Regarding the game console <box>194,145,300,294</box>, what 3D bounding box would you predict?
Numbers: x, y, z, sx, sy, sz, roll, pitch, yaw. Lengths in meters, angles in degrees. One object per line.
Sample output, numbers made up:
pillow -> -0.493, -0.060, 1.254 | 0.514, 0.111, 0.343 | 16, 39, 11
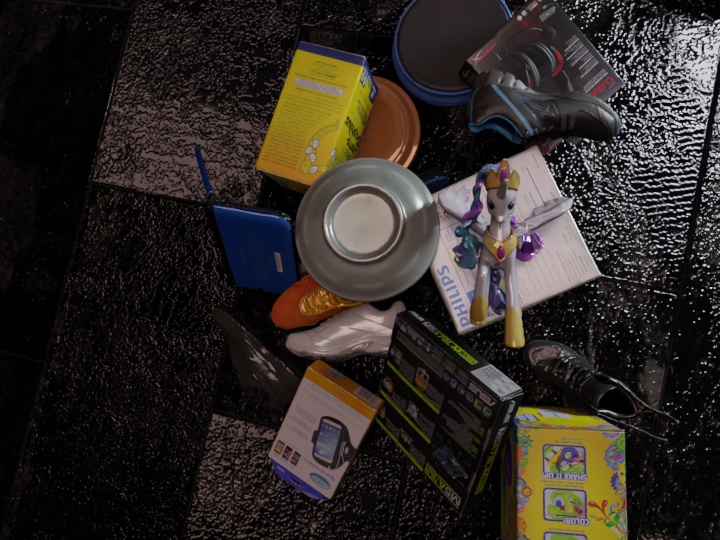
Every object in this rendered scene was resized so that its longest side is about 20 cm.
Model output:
game console -> -0.167, -0.070, 0.847 | 0.170, 0.200, 0.119 | 10, 57, 5

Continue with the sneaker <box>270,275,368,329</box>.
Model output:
sneaker -> -0.046, 0.032, 0.811 | 0.200, 0.077, 0.073 | -23, 89, 15

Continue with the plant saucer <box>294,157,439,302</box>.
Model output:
plant saucer -> 0.006, -0.059, 0.750 | 0.200, 0.050, 0.201 | -1, 82, 6

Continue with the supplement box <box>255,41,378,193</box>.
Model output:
supplement box -> -0.062, -0.220, 0.856 | 0.109, 0.109, 0.200 | 19, 89, 13

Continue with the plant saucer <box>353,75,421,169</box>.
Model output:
plant saucer -> -0.002, -0.222, 0.915 | 0.200, 0.032, 0.201 | -2, 83, 12

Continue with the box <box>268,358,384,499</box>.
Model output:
box -> -0.058, 0.246, 0.845 | 0.119, 0.041, 0.200 | 30, 113, 13

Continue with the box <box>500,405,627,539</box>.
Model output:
box -> 0.248, 0.282, 0.716 | 0.122, 0.200, 0.193 | 0, 83, 9

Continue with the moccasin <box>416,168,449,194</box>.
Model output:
moccasin -> 0.038, -0.110, 0.862 | 0.200, 0.081, 0.068 | -27, 58, -6

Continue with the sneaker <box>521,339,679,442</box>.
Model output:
sneaker -> 0.317, 0.158, 0.768 | 0.200, 0.104, 0.060 | 33, 90, 13

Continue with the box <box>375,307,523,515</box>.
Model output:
box -> 0.104, 0.181, 0.750 | 0.200, 0.047, 0.194 | 38, 129, 44

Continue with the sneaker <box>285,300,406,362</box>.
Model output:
sneaker -> -0.017, 0.087, 0.869 | 0.199, 0.078, 0.100 | -5, 74, 4

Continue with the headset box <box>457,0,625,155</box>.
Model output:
headset box -> 0.267, -0.274, 0.823 | 0.149, 0.075, 0.200 | -42, 94, 5

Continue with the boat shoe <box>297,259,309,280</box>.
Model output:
boat shoe -> -0.001, 0.000, 0.874 | 0.200, 0.072, 0.066 | -8, 90, 13

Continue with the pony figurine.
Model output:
pony figurine -> 0.168, -0.034, 0.667 | 0.166, 0.193, 0.200 | 2, 104, 14

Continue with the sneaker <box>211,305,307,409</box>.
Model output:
sneaker -> -0.174, 0.137, 0.891 | 0.200, 0.076, 0.091 | 43, 99, 15

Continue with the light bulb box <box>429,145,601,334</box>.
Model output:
light bulb box -> 0.195, -0.036, 0.805 | 0.200, 0.125, 0.199 | -24, 80, 9

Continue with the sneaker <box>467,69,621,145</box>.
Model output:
sneaker -> 0.240, -0.197, 0.751 | 0.200, 0.073, 0.082 | 17, 75, 9

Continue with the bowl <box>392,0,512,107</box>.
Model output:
bowl -> 0.148, -0.363, 0.896 | 0.200, 0.039, 0.201 | -1, 84, 12
